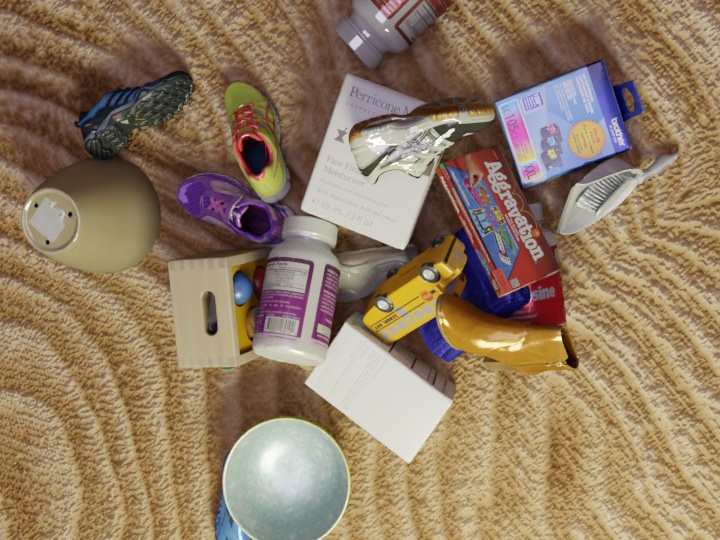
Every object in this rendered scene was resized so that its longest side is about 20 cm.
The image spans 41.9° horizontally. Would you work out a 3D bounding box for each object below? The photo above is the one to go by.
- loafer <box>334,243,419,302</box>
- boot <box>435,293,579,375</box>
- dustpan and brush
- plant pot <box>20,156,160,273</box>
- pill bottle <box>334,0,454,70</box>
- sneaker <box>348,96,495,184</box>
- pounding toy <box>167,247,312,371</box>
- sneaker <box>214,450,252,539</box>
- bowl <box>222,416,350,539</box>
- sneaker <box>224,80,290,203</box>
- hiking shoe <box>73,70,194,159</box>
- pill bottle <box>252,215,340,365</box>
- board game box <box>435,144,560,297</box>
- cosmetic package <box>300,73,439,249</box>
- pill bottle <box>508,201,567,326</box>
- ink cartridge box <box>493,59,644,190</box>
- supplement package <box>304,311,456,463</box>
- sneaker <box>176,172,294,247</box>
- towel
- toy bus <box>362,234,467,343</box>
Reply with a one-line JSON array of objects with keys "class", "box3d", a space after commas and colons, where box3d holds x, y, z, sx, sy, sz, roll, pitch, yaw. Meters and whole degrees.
[{"class": "loafer", "box3d": [0.000, 0.000, 1.451, 0.196, 0.063, 0.073, -8, 123, 23]}, {"class": "boot", "box3d": [0.202, 0.082, 1.263, 0.142, 0.201, 0.072, -8, 57, 37]}, {"class": "dustpan and brush", "box3d": [0.380, -0.127, 1.363, 0.199, 0.140, 0.057, -40, 69, -18]}, {"class": "plant pot", "box3d": [-0.427, -0.080, 1.431, 0.183, 0.200, 0.192, 1, 96, 9]}, {"class": "pill bottle", "box3d": [0.059, -0.394, 1.371, 0.200, 0.112, 0.112, -43, 89, 10]}, {"class": "sneaker", "box3d": [0.086, -0.171, 1.254, 0.196, 0.076, 0.089, -12, 112, 8]}, {"class": "pounding toy", "box3d": [-0.178, 0.072, 1.432, 0.139, 0.184, 0.205, -3, 95, 21]}, {"class": "sneaker", "box3d": [-0.209, 0.394, 1.515, 0.077, 0.066, 0.205, -8, 95, 13]}, {"class": "bowl", "box3d": [-0.109, 0.319, 1.467, 0.195, 0.108, 0.205, 0, 93, 4]}, {"class": "sneaker", "box3d": [-0.162, -0.207, 1.420, 0.077, 0.090, 0.203, -26, 73, 10]}, {"class": "hiking shoe", "box3d": [-0.356, -0.263, 1.465, 0.198, 0.075, 0.087, -32, 62, -4]}, {"class": "pill bottle", "box3d": [-0.089, 0.029, 1.372, 0.110, 0.112, 0.204, 8, 77, 7]}, {"class": "board game box", "box3d": [0.191, -0.072, 1.308, 0.101, 0.019, 0.203, -20, 76, -22]}, {"class": "cosmetic package", "box3d": [0.029, -0.158, 1.371, 0.162, 0.165, 0.204, 20, 98, 4]}, {"class": "pill bottle", "box3d": [0.238, 0.006, 1.384, 0.110, 0.112, 0.205, -8, 94, 9]}, {"class": "ink cartridge box", "box3d": [0.308, -0.217, 1.371, 0.197, 0.076, 0.139, -20, 93, 8]}, {"class": "supplement package", "box3d": [0.034, 0.174, 1.429, 0.199, 0.117, 0.118, 37, 99, 4]}, {"class": "sneaker", "box3d": [-0.197, -0.094, 1.452, 0.197, 0.088, 0.082, 22, 100, 7]}, {"class": "towel", "box3d": [0.146, 0.030, 1.370, 0.200, 0.049, 0.150, -43, 70, 43]}, {"class": "toy bus", "box3d": [0.082, 0.029, 1.346, 0.078, 0.066, 0.199, 41, 136, -13]}]
